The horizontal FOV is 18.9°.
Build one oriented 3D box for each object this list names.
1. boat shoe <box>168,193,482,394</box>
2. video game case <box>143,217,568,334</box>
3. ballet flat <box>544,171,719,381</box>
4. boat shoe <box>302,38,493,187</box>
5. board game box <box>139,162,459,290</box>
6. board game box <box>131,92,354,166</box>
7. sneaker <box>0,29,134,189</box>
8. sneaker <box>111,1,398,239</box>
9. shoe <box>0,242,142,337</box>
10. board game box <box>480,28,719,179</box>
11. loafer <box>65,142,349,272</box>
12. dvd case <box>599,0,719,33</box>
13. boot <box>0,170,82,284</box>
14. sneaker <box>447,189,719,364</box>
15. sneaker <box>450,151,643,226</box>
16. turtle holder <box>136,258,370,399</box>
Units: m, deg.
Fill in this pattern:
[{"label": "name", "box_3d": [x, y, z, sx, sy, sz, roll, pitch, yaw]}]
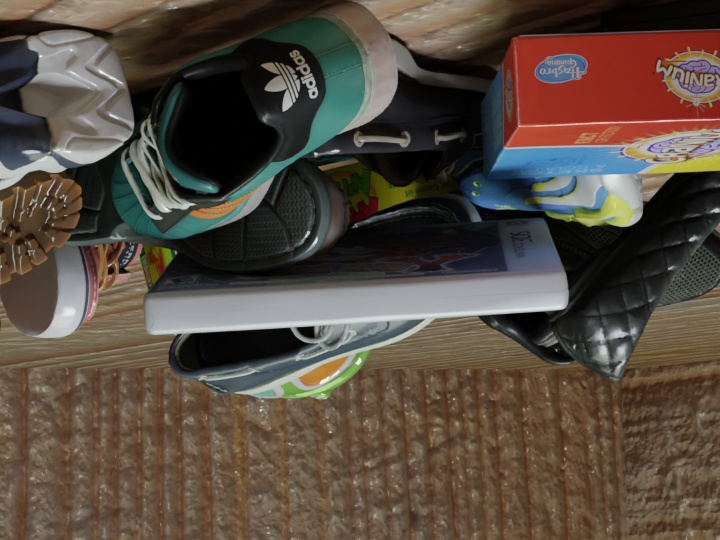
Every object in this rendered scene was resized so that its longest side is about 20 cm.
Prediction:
[{"label": "boat shoe", "box_3d": [-0.022, 0.013, 1.225, 0.200, 0.075, 0.062, -23, 166, 27]}, {"label": "video game case", "box_3d": [0.000, 0.000, 1.094, 0.200, 0.023, 0.182, -4, -171, 2]}, {"label": "ballet flat", "box_3d": [0.184, -0.024, 1.170, 0.200, 0.057, 0.066, -44, -176, -1]}, {"label": "boat shoe", "box_3d": [0.021, -0.071, 1.062, 0.074, 0.060, 0.200, -2, 174, 23]}, {"label": "board game box", "box_3d": [-0.030, -0.030, 1.308, 0.200, 0.048, 0.102, -14, 177, -14]}, {"label": "board game box", "box_3d": [-0.082, -0.071, 1.177, 0.135, 0.028, 0.200, 3, 171, -43]}, {"label": "sneaker", "box_3d": [-0.214, -0.064, 0.950, 0.199, 0.080, 0.130, -10, 173, -44]}, {"label": "sneaker", "box_3d": [-0.070, -0.059, 0.961, 0.080, 0.071, 0.200, -24, 175, -39]}, {"label": "shoe", "box_3d": [-0.162, -0.015, 1.236, 0.091, 0.072, 0.200, 6, -163, -26]}, {"label": "board game box", "box_3d": [0.161, -0.076, 0.992, 0.200, 0.040, 0.153, -2, 174, -2]}, {"label": "loafer", "box_3d": [-0.079, -0.039, 1.083, 0.200, 0.072, 0.063, 6, -175, 38]}, {"label": "dvd case", "box_3d": [0.210, -0.106, 1.014, 0.143, 0.018, 0.200, -5, 174, 24]}, {"label": "boot", "box_3d": [-0.245, -0.024, 1.042, 0.200, 0.075, 0.107, -25, -125, -40]}, {"label": "sneaker", "box_3d": [0.141, 0.010, 1.266, 0.199, 0.076, 0.114, 7, -149, -27]}, {"label": "sneaker", "box_3d": [0.097, -0.057, 1.168, 0.105, 0.076, 0.200, -2, 175, 4]}, {"label": "turtle holder", "box_3d": [-0.076, 0.002, 1.483, 0.141, 0.186, 0.132, -38, 162, 17]}]
